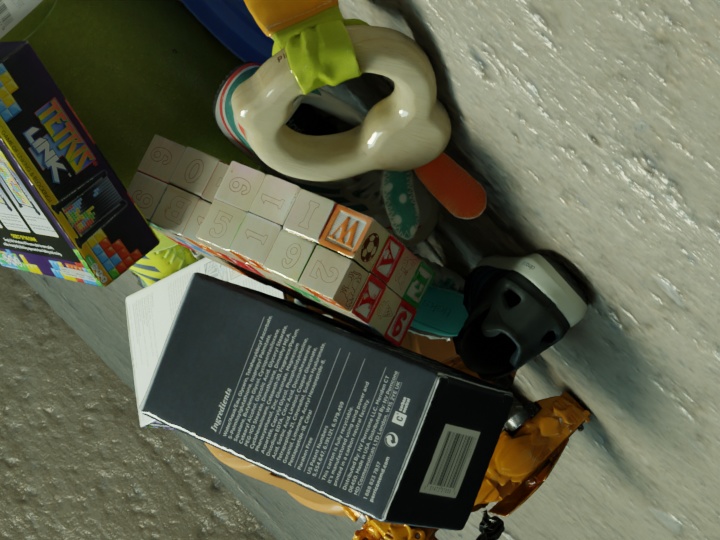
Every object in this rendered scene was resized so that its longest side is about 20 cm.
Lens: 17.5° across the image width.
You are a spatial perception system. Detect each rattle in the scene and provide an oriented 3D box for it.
[{"bbox_3d":[-0.005,-0.120,1.520,0.200,0.130,0.143,23,-159,-46],"label":"rattle"}]

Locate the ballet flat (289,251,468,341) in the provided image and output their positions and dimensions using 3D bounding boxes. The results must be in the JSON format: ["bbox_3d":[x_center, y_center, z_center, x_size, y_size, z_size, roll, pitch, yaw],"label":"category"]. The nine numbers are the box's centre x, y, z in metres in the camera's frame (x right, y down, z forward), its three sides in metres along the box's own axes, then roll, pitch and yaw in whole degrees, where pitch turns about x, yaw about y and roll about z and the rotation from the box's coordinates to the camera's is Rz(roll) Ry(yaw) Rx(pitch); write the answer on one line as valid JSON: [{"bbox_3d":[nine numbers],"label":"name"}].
[{"bbox_3d":[0.000,0.000,1.724,0.200,0.072,0.072,24,-176,-37],"label":"ballet flat"}]

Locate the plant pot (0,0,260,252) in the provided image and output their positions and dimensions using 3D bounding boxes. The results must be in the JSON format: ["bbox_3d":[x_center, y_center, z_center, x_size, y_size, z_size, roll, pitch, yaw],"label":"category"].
[{"bbox_3d":[-0.190,-0.141,1.695,0.187,0.187,0.200,35,176,44],"label":"plant pot"}]

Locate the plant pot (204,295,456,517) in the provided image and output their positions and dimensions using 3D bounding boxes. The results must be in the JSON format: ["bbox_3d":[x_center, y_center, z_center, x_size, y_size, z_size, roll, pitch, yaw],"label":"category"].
[{"bbox_3d":[-0.040,0.095,1.863,0.140,0.201,0.200,9,-161,-43],"label":"plant pot"}]

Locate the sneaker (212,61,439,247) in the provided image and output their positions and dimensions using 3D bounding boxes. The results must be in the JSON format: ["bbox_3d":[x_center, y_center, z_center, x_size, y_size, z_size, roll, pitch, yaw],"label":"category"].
[{"bbox_3d":[-0.008,-0.068,1.596,0.200,0.070,0.093,37,173,-33],"label":"sneaker"}]

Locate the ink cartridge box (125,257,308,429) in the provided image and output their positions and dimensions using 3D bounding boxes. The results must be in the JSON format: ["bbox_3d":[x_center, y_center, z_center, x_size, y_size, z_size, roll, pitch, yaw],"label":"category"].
[{"bbox_3d":[-0.096,0.043,1.793,0.200,0.050,0.109,-25,66,40],"label":"ink cartridge box"}]

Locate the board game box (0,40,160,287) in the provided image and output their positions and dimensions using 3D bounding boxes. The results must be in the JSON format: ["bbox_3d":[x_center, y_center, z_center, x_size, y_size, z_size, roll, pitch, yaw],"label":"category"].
[{"bbox_3d":[-0.238,-0.076,1.612,0.200,0.057,0.166,9,134,60],"label":"board game box"}]

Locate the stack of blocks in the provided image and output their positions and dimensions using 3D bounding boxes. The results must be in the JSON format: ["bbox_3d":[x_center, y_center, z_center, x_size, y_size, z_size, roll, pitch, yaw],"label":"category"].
[{"bbox_3d":[-0.062,-0.026,1.575,0.200,0.059,0.115,24,174,29],"label":"stack of blocks"}]

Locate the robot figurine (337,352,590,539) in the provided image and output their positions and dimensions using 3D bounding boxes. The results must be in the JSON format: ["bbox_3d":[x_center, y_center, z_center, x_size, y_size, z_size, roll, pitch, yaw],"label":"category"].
[{"bbox_3d":[0.068,0.144,1.748,0.145,0.200,0.058,47,167,9],"label":"robot figurine"}]

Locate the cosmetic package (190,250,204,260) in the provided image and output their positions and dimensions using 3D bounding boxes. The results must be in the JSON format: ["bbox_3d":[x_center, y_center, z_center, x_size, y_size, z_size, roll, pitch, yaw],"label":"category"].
[{"bbox_3d":[-0.102,-0.042,1.924,0.104,0.073,0.200,57,-178,20],"label":"cosmetic package"}]

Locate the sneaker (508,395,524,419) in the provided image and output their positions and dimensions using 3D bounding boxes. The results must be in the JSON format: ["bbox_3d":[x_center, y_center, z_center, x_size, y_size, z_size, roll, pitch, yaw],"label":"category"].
[{"bbox_3d":[0.069,0.094,1.902,0.200,0.066,0.091,36,165,51],"label":"sneaker"}]

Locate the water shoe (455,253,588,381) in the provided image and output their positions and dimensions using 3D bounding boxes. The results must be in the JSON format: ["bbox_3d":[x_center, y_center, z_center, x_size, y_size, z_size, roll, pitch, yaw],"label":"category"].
[{"bbox_3d":[0.092,0.035,1.620,0.072,0.079,0.200,48,167,0],"label":"water shoe"}]

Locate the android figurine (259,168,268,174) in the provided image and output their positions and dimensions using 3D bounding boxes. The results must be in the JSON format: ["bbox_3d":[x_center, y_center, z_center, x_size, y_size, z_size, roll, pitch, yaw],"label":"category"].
[{"bbox_3d":[-0.039,-0.077,1.818,0.200,0.041,0.182,45,167,21],"label":"android figurine"}]

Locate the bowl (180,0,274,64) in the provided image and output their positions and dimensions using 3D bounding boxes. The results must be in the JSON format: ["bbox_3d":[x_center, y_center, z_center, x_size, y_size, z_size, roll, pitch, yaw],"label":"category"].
[{"bbox_3d":[-0.096,-0.216,1.591,0.201,0.039,0.201,45,167,13],"label":"bowl"}]

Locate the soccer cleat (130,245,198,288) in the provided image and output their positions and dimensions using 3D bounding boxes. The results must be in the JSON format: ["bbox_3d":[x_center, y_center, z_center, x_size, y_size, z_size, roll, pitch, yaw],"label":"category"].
[{"bbox_3d":[-0.154,-0.014,1.875,0.084,0.065,0.200,25,169,17],"label":"soccer cleat"}]

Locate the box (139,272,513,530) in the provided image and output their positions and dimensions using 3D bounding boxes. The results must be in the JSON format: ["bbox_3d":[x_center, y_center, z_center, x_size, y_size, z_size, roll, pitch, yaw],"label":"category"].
[{"bbox_3d":[-0.021,0.091,1.606,0.200,0.107,0.148,21,-179,24],"label":"box"}]
